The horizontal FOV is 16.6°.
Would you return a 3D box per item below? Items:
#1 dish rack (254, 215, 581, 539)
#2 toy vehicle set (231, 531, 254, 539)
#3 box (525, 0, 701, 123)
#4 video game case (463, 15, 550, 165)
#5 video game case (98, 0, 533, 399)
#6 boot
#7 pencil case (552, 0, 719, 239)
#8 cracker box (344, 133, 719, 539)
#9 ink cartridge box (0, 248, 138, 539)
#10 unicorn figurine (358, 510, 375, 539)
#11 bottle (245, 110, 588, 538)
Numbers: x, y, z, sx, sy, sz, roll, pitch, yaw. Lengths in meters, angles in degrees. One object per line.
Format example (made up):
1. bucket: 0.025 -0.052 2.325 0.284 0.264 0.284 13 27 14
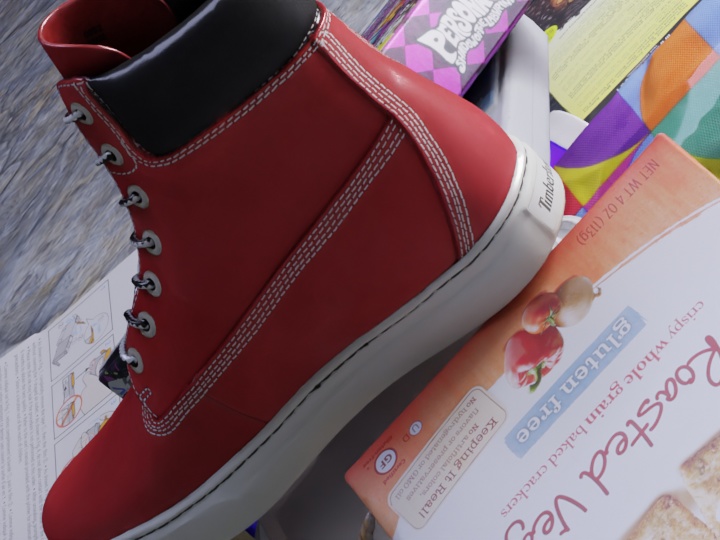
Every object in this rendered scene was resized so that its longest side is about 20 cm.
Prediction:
1. dish rack: 0.038 0.079 0.776 0.172 0.043 0.200 -51 36 12
2. toy vehicle set: -0.084 0.102 1.049 0.124 0.026 0.200 -47 37 4
3. box: 0.113 -0.093 1.055 0.075 0.050 0.200 -47 19 6
4. video game case: 0.000 0.000 0.862 0.182 0.023 0.200 -49 8 15
5. video game case: -0.001 -0.051 0.871 0.200 0.036 0.181 -54 6 -31
6. boot: -0.060 -0.003 0.710 0.200 0.144 0.073 -43 26 26
7. pencil case: 0.141 -0.054 0.860 0.200 0.088 0.088 -45 18 13
8. cracker box: 0.097 0.070 0.633 0.134 0.058 0.200 -47 42 4
9. ink cartridge box: -0.121 0.099 1.017 0.176 0.045 0.201 -36 35 18
10. unicorn figurine: -0.063 0.155 0.762 0.137 0.074 0.201 22 79 52
11. bottle: 0.031 0.030 0.937 0.200 0.083 0.065 -53 14 -9
